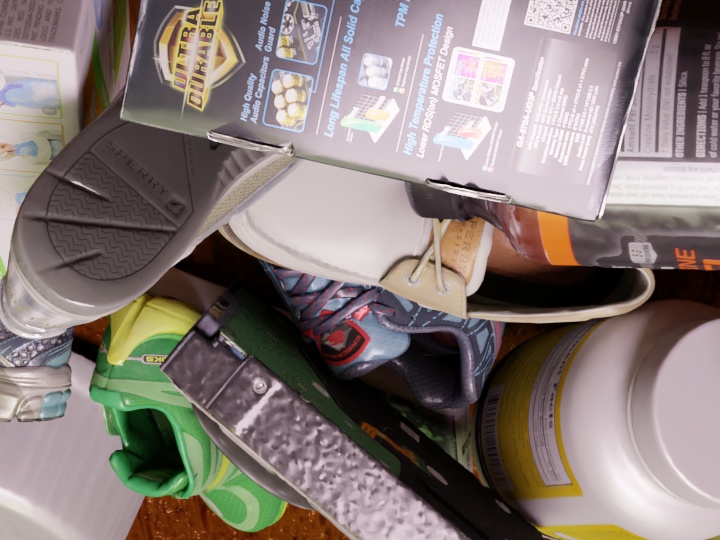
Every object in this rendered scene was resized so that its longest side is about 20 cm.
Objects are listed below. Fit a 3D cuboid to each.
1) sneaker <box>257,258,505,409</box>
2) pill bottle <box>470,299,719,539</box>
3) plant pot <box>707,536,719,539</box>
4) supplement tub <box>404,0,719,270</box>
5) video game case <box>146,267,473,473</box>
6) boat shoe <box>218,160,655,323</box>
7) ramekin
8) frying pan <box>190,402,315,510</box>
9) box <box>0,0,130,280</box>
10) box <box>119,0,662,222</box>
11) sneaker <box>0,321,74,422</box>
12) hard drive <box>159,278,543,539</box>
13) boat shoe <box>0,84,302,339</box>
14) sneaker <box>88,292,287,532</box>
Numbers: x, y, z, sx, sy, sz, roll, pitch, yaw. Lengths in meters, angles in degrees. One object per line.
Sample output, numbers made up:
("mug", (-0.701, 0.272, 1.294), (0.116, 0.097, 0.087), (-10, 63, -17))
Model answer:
("sneaker", (0.000, 0.000, 0.861), (0.200, 0.096, 0.079), (32, 144, -32))
("pill bottle", (0.133, 0.073, 0.874), (0.111, 0.111, 0.200), (18, 168, -13))
("plant pot", (0.218, 0.233, 1.082), (0.187, 0.200, 0.187), (8, 150, 5))
("supplement tub", (0.120, -0.053, 0.723), (0.200, 0.107, 0.107), (2, 149, 16))
("video game case", (-0.032, 0.075, 1.023), (0.200, 0.023, 0.182), (21, 153, 17))
("boat shoe", (0.037, -0.020, 0.807), (0.200, 0.075, 0.068), (7, -168, -22))
("ramekin", (-0.223, 0.116, 1.115), (0.200, 0.098, 0.201), (14, 151, 8))
("frying pan", (-0.025, 0.086, 0.948), (0.031, 0.115, 0.190), (-47, 150, 12))
("box", (-0.152, -0.080, 0.758), (0.101, 0.113, 0.200), (7, 151, -2))
("box", (0.021, -0.127, 0.574), (0.159, 0.046, 0.200), (12, 110, -1))
("sneaker", (-0.228, 0.013, 0.997), (0.200, 0.086, 0.078), (18, -173, 27))
("hard drive", (0.001, 0.087, 0.852), (0.200, 0.038, 0.140), (41, -174, -3))
("boat shoe", (-0.063, -0.051, 0.706), (0.074, 0.202, 0.065), (43, 148, -7))
("sneaker", (-0.098, 0.090, 0.994), (0.074, 0.084, 0.200), (13, 151, 29))
